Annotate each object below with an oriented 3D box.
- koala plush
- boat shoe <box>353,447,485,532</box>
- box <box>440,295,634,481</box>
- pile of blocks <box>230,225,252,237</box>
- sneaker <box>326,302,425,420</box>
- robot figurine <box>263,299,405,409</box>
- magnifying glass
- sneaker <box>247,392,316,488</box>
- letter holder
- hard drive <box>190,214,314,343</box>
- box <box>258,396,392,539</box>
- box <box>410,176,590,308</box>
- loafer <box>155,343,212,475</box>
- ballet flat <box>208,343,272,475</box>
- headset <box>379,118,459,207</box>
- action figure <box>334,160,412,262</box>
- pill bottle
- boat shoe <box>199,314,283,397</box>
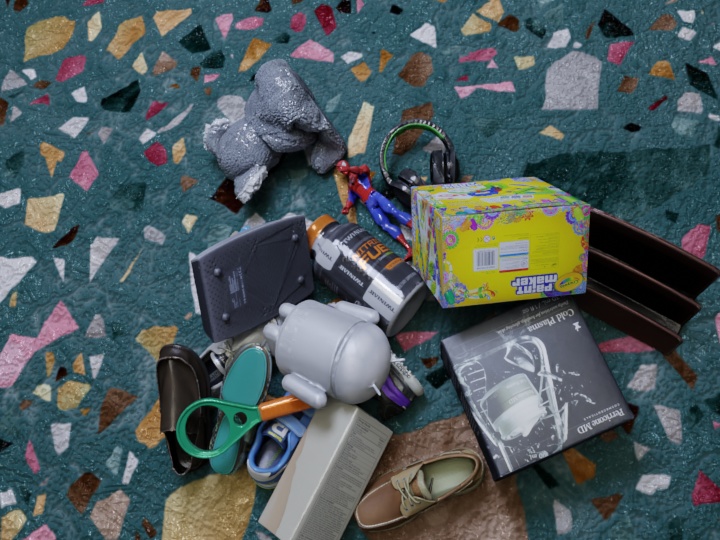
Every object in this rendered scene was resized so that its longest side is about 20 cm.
[{"bbox_3d":[-0.157,-0.221,1.195,0.199,0.184,0.179,-36,70,8],"label":"koala plush"},{"bbox_3d":[0.081,0.300,1.028,0.197,0.074,0.077,-27,70,-1],"label":"boat shoe"},{"bbox_3d":[0.237,0.160,1.029,0.197,0.124,0.200,-23,72,0],"label":"box"},{"bbox_3d":[-0.172,-0.017,1.124,0.061,0.201,0.083,23,120,2],"label":"pile of blocks"},{"bbox_3d":[-0.004,0.139,1.096,0.099,0.070,0.200,-44,71,-5],"label":"sneaker"},{"bbox_3d":[-0.040,0.113,1.022,0.197,0.114,0.171,18,58,26],"label":"robot figurine"},{"bbox_3d":[-0.160,0.205,1.028,0.196,0.022,0.081,-15,90,-3],"label":"magnifying glass"},{"bbox_3d":[-0.100,0.223,1.076,0.073,0.082,0.203,24,76,17],"label":"sneaker"},{"bbox_3d":[0.382,0.013,1.044,0.197,0.142,0.102,29,77,16],"label":"letter holder"},{"bbox_3d":[-0.152,0.005,1.049,0.042,0.138,0.198,12,28,40],"label":"hard drive"},{"bbox_3d":[-0.046,0.287,1.030,0.077,0.095,0.203,14,69,47],"label":"box"},{"bbox_3d":[0.184,-0.047,1.018,0.195,0.193,0.125,-5,109,-6],"label":"box"},{"bbox_3d":[-0.254,0.205,1.058,0.071,0.072,0.205,-5,108,10],"label":"loafer"},{"bbox_3d":[-0.173,0.197,1.077,0.073,0.074,0.204,23,99,15],"label":"ballet flat"},{"bbox_3d":[0.108,-0.145,1.161,0.122,0.094,0.203,-29,86,-2],"label":"headset"},{"bbox_3d":[0.012,-0.102,1.159,0.201,0.098,0.066,51,125,21],"label":"action figure"},{"bbox_3d":[0.000,0.000,1.122,0.199,0.106,0.107,38,80,18],"label":"pill bottle"},{"bbox_3d":[-0.195,0.134,1.098,0.200,0.065,0.074,-45,78,13],"label":"boat shoe"}]
